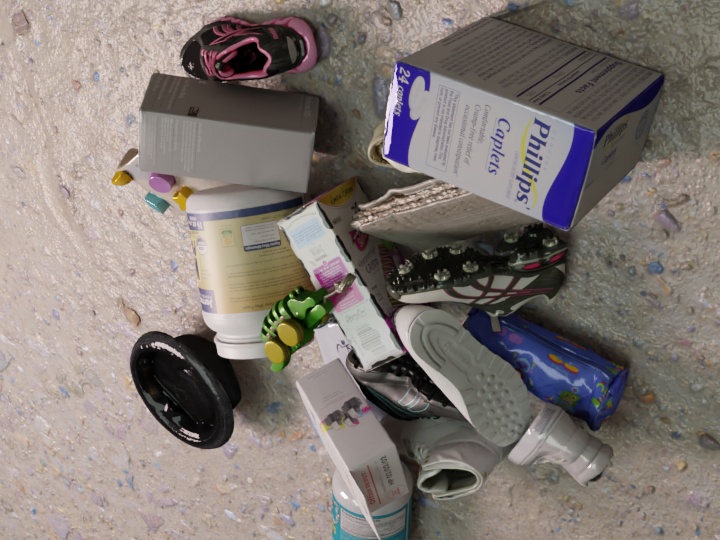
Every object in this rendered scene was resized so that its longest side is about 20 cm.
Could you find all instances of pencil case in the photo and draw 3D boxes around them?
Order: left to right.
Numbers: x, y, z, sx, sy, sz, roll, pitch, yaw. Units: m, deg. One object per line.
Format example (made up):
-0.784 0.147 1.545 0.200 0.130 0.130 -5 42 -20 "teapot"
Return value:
0.201 0.099 1.142 0.200 0.078 0.087 30 154 18 "pencil case"

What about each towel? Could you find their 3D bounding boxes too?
0.099 -0.065 1.097 0.200 0.132 0.035 -13 71 39 "towel"

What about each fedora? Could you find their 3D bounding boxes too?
-0.245 0.163 1.502 0.200 0.092 0.201 18 125 27 "fedora"

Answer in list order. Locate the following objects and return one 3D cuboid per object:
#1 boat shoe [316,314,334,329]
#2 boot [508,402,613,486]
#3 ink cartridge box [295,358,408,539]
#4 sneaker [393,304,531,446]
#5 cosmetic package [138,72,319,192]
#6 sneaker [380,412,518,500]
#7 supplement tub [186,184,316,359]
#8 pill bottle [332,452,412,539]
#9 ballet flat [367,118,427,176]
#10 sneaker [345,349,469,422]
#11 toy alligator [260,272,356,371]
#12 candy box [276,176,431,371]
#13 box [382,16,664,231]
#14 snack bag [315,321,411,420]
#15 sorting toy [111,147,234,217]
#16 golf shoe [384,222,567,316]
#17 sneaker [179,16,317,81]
-0.061 0.042 1.331 0.200 0.073 0.062 -17 148 35 "boat shoe"
0.227 0.209 1.141 0.096 0.074 0.200 36 172 13 "boot"
-0.002 0.223 1.269 0.200 0.068 0.115 55 167 41 "ink cartridge box"
0.114 0.112 1.124 0.200 0.076 0.080 51 166 -18 "sneaker"
-0.150 -0.160 1.174 0.200 0.107 0.090 4 124 -4 "cosmetic package"
0.083 0.224 1.255 0.200 0.116 0.074 -5 116 38 "sneaker"
-0.129 -0.004 1.233 0.144 0.144 0.200 0 102 37 "supplement tub"
0.016 0.326 1.395 0.111 0.111 0.200 19 125 27 "pill bottle"
0.096 -0.118 1.102 0.200 0.069 0.070 18 125 27 "ballet flat"
0.074 0.149 1.257 0.200 0.075 0.079 19 134 34 "sneaker"
-0.068 0.045 1.122 0.054 0.059 0.200 45 135 7 "toy alligator"
0.000 0.000 1.185 0.061 0.136 0.200 -29 96 25 "candy box"
0.154 -0.146 0.960 0.200 0.184 0.105 25 127 23 "box"
0.029 0.148 1.340 0.200 0.021 0.189 1 117 36 "snack bag"
-0.208 -0.113 1.328 0.180 0.107 0.200 43 136 -19 "sorting toy"
0.128 0.016 1.087 0.200 0.077 0.088 -11 120 -5 "golf shoe"
-0.151 -0.251 1.186 0.200 0.095 0.079 1 118 38 "sneaker"
